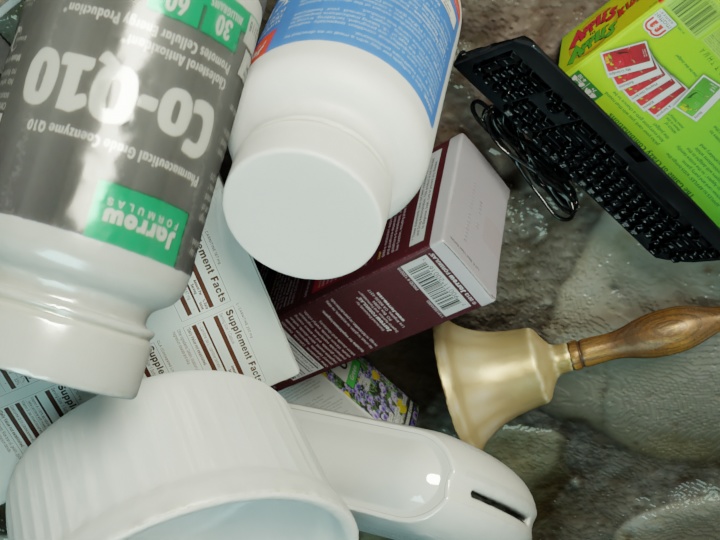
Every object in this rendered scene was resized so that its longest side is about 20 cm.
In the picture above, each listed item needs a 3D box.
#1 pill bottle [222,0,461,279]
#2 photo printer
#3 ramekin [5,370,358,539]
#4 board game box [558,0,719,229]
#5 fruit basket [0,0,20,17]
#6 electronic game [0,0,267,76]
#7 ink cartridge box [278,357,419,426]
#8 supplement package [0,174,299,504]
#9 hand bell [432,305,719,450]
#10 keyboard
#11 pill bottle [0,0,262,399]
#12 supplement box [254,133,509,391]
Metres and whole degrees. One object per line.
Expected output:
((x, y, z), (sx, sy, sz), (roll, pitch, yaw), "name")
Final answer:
((-0.010, -0.094, 0.627), (0.111, 0.201, 0.113), (7, 133, 8), "pill bottle")
((0.018, 0.147, 0.796), (0.198, 0.070, 0.166), (7, 162, 32), "photo printer")
((-0.109, 0.149, 0.668), (0.198, 0.098, 0.202), (-17, 142, -14), "ramekin")
((0.220, -0.088, 0.676), (0.199, 0.048, 0.101), (39, 130, -20), "board game box")
((-0.212, -0.244, 0.621), (0.198, 0.094, 0.186), (-24, 122, 28), "fruit basket")
((-0.145, -0.164, 0.615), (0.197, 0.042, 0.203), (-6, 113, -15), "electronic game")
((-0.059, 0.086, 0.910), (0.108, 0.051, 0.200), (-31, 117, 36), "ink cartridge box")
((-0.170, -0.003, 0.713), (0.198, 0.192, 0.148), (-23, 128, -5), "supplement package")
((0.160, 0.059, 0.816), (0.198, 0.105, 0.105), (-16, 127, 13), "hand bell")
((0.132, -0.059, 0.699), (0.200, 0.040, 0.104), (40, 166, -20), "keyboard")
((-0.124, -0.048, 0.548), (0.112, 0.203, 0.113), (14, 174, 2), "pill bottle")
((0.000, 0.000, 0.774), (0.199, 0.110, 0.061), (-24, 124, 33), "supplement box")
